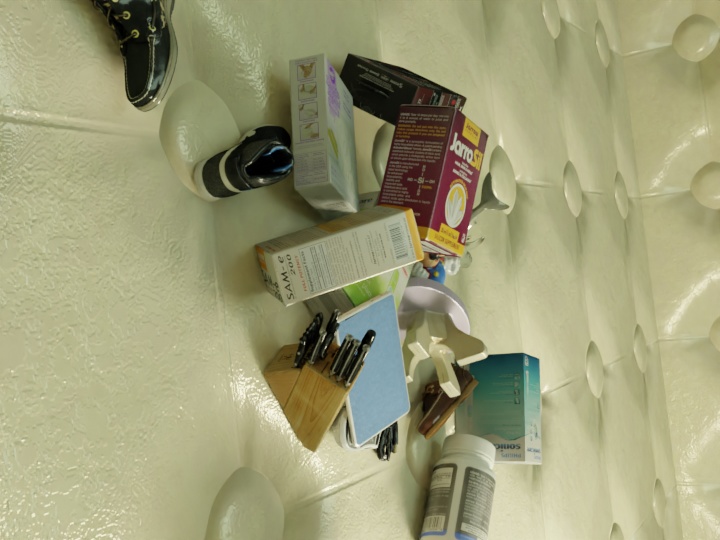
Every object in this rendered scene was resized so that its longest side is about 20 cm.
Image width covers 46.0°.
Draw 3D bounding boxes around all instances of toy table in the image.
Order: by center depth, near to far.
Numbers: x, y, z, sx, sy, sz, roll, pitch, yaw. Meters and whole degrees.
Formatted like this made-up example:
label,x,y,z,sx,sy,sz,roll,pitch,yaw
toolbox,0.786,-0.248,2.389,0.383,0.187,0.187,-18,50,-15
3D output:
label,x,y,z,sx,sy,sz,roll,pitch,yaw
toy table,0.115,0.117,1.404,0.200,0.183,0.118,37,36,-37

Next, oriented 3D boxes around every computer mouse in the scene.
label,x,y,z,sx,sy,sz,roll,pitch,yaw
computer mouse,0.004,0.238,1.308,0.200,0.043,0.111,22,71,-60

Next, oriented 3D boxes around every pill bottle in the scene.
label,x,y,z,sx,sy,sz,roll,pitch,yaw
pill bottle,0.174,0.395,1.472,0.114,0.113,0.202,48,46,-41

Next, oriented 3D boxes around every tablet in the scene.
label,x,y,z,sx,sy,sz,roll,pitch,yaw
tablet,0.018,0.144,1.243,0.130,0.014,0.202,-26,115,-42

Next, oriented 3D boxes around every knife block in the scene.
label,x,y,z,sx,sy,sz,roll,pitch,yaw
knife block,-0.033,0.150,1.142,0.064,0.174,0.201,-53,127,-47

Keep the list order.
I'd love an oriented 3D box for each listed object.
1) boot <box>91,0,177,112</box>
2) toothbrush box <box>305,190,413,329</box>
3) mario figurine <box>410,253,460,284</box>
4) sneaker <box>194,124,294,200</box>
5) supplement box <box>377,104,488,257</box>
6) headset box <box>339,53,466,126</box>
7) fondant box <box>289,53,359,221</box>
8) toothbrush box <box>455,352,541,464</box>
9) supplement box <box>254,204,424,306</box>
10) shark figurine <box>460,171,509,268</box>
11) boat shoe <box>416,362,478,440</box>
label,x,y,z,sx,sy,sz,roll,pitch,yaw
boot,-0.281,-0.293,0.945,0.153,0.073,0.206,20,62,-51
toothbrush box,0.000,0.000,1.309,0.146,0.085,0.201,57,39,-35
mario figurine,0.134,0.000,1.494,0.124,0.105,0.201,-111,-179,-59
sneaker,-0.120,-0.148,1.127,0.200,0.111,0.074,-45,121,-51
supplement box,0.109,-0.135,1.294,0.131,0.102,0.202,19,83,-56
headset box,0.063,-0.288,1.399,0.199,0.148,0.076,-7,124,-57
fondant box,-0.051,-0.192,1.245,0.144,0.058,0.202,42,41,-68
toothbrush box,0.261,0.264,1.607,0.085,0.145,0.202,23,64,-53
supplement box,-0.031,-0.024,1.138,0.198,0.126,0.074,-18,102,-13
shark figurine,0.183,-0.082,1.602,0.127,0.215,0.090,-18,57,-29
boat shoe,0.142,0.229,1.511,0.070,0.071,0.200,42,31,8
